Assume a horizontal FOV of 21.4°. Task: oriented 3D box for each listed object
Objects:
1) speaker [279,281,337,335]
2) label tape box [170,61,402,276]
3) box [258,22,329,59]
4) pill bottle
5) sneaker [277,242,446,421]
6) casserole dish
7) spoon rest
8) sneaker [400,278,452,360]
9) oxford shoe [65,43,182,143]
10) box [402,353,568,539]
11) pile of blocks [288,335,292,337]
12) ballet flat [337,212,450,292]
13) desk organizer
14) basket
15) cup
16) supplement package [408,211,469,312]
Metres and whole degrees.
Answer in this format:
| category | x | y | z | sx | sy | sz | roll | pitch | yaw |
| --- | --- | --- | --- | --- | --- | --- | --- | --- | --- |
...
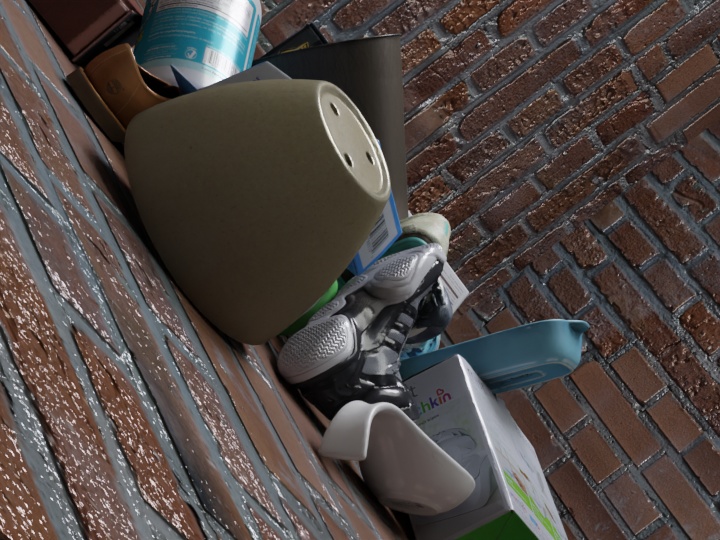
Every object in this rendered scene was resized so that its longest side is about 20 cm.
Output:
| category | x | y | z | sx | sy | sz | roll | pitch | yaw |
| --- | --- | --- | --- | --- | --- | --- | --- | --- | --- |
| speaker | -0.103 | -0.038 | 1.613 | 0.200 | 0.088 | 0.089 | 52 | 3 | -28 |
| label tape box | -0.062 | -0.103 | 1.626 | 0.200 | 0.066 | 0.144 | 40 | -17 | 28 |
| box | -0.094 | -0.151 | 1.979 | 0.046 | 0.199 | 0.159 | 54 | 2 | -43 |
| pill bottle | -0.152 | -0.209 | 1.762 | 0.111 | 0.110 | 0.201 | 50 | 38 | -42 |
| sneaker | 0.020 | 0.067 | 1.617 | 0.075 | 0.200 | 0.114 | -11 | -66 | 50 |
| casserole dish | 0.121 | 0.091 | 1.779 | 0.121 | 0.199 | 0.039 | 27 | 48 | -68 |
| spoon rest | 0.028 | 0.151 | 1.535 | 0.200 | 0.099 | 0.061 | 44 | 54 | -59 |
| sneaker | 0.050 | 0.045 | 1.776 | 0.086 | 0.078 | 0.200 | 40 | -12 | -17 |
| oxford shoe | -0.170 | -0.117 | 1.637 | 0.071 | 0.071 | 0.200 | 53 | 0 | 43 |
| box | 0.111 | 0.205 | 1.716 | 0.200 | 0.096 | 0.177 | 50 | 16 | -49 |
| pile of blocks | -0.054 | 0.025 | 1.888 | 0.082 | 0.062 | 0.200 | 54 | 2 | 8 |
| ballet flat | 0.000 | 0.000 | 1.740 | 0.068 | 0.199 | 0.062 | 59 | 31 | -20 |
| desk organizer | -0.254 | -0.246 | 1.809 | 0.077 | 0.072 | 0.200 | 51 | 3 | -3 |
| basket | -0.024 | -0.112 | 1.822 | 0.135 | 0.179 | 0.202 | -13 | 95 | -48 |
| cup | -0.062 | -0.064 | 1.438 | 0.201 | 0.143 | 0.201 | 51 | 23 | -30 |
| supplement package | -0.013 | -0.013 | 2.004 | 0.155 | 0.111 | 0.200 | 13 | -32 | 50 |
